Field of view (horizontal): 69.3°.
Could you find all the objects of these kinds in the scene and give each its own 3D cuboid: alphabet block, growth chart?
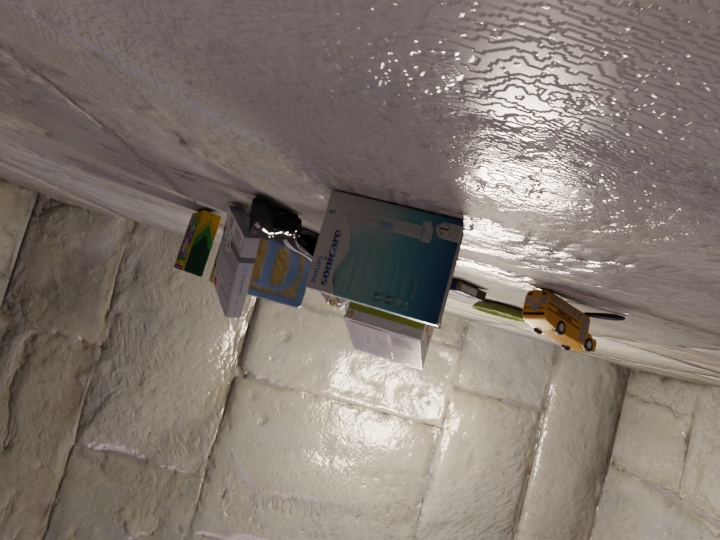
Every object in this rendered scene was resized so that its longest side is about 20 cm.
[{"bbox_3d":[-0.255,-0.026,1.371,0.194,0.199,0.199,21,174,-35],"label":"alphabet block"},{"bbox_3d":[-0.109,0.051,1.591,0.018,0.147,0.200,-25,-178,-14],"label":"growth chart"}]

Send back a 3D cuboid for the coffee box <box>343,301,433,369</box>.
[{"bbox_3d":[0.092,0.105,1.349,0.197,0.200,0.201,14,152,15],"label":"coffee box"}]

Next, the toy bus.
[{"bbox_3d":[0.443,0.116,1.149,0.198,0.079,0.065,28,161,-29],"label":"toy bus"}]

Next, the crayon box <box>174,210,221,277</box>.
[{"bbox_3d":[-0.471,-0.079,1.502,0.058,0.175,0.199,21,174,-27],"label":"crayon box"}]

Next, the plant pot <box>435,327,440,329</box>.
[{"bbox_3d":[0.183,0.103,1.712,0.197,0.137,0.200,15,176,1],"label":"plant pot"}]

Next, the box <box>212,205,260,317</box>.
[{"bbox_3d":[-0.283,-0.021,1.169,0.041,0.203,0.156,5,-154,-31],"label":"box"}]

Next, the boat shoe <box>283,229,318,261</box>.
[{"bbox_3d":[-0.099,-0.053,1.307,0.199,0.073,0.067,29,169,-39],"label":"boat shoe"}]

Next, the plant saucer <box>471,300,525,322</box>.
[{"bbox_3d":[0.472,0.135,1.742,0.197,0.032,0.200,17,175,2],"label":"plant saucer"}]

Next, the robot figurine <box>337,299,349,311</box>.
[{"bbox_3d":[-0.044,0.042,1.612,0.112,0.202,0.169,-34,165,19],"label":"robot figurine"}]

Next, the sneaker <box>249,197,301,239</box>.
[{"bbox_3d":[-0.166,-0.099,1.040,0.089,0.077,0.200,6,-178,4],"label":"sneaker"}]

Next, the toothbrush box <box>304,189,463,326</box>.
[{"bbox_3d":[0.037,-0.016,0.755,0.197,0.149,0.085,14,175,13],"label":"toothbrush box"}]

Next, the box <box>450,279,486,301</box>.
[{"bbox_3d":[0.242,0.046,1.474,0.120,0.033,0.198,20,172,-39],"label":"box"}]

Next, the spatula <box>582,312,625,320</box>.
[{"bbox_3d":[0.497,0.090,1.190,0.197,0.021,0.056,14,171,23],"label":"spatula"}]
